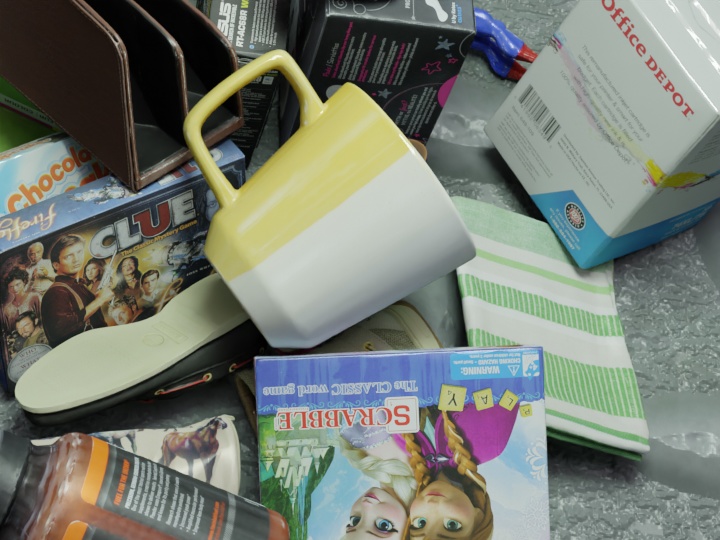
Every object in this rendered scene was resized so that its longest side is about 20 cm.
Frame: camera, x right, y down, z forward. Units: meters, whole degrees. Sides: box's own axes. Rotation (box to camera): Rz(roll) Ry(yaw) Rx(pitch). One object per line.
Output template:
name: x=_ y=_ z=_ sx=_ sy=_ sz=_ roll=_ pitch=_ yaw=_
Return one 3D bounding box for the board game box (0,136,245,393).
board game box: x=-0.174 y=-0.006 z=1.349 sx=0.200 sy=0.136 sz=0.035 roll=-24 pitch=49 yaw=-23

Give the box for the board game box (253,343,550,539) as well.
board game box: x=0.029 y=0.154 z=1.299 sx=0.199 sy=0.041 sz=0.200 roll=-3 pitch=90 yaw=-3

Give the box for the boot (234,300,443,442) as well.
boot: x=0.014 y=0.129 z=1.360 sx=0.154 sy=0.072 sz=0.200 roll=-21 pitch=64 yaw=-23

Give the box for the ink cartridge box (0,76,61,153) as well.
ink cartridge box: x=-0.251 y=-0.135 z=1.436 sx=0.148 sy=0.076 sz=0.200 roll=25 pitch=58 yaw=1

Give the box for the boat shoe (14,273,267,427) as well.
boat shoe: x=-0.150 y=0.067 z=1.351 sx=0.201 sy=0.063 sz=0.074 roll=-26 pitch=42 yaw=-28

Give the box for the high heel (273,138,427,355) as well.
high heel: x=0.000 y=0.000 z=1.424 sx=0.067 sy=0.096 sz=0.200 roll=30 pitch=67 yaw=20

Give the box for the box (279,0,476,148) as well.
box: x=0.006 y=-0.183 z=1.452 sx=0.114 sy=0.200 sz=0.132 roll=5 pitch=61 yaw=-12

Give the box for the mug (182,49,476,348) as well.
mug: x=-0.035 y=-0.039 z=1.316 sx=0.153 sy=0.149 sz=0.187 roll=-37 pitch=72 yaw=-4

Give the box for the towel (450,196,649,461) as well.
towel: x=0.142 y=0.041 z=1.427 sx=0.152 sy=0.023 sz=0.200 roll=16 pitch=49 yaw=-26

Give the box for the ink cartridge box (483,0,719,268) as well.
ink cartridge box: x=0.226 y=-0.130 z=1.459 sx=0.146 sy=0.200 sz=0.147 roll=-19 pitch=67 yaw=-38

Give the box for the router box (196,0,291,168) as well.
router box: x=-0.092 y=-0.203 z=1.468 sx=0.062 sy=0.150 sz=0.200 roll=9 pitch=61 yaw=-9

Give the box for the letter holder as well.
letter holder: x=-0.185 y=-0.178 z=1.319 sx=0.100 sy=0.142 sz=0.200 roll=-34 pitch=56 yaw=-27

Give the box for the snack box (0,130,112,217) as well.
snack box: x=-0.203 y=-0.045 z=1.386 sx=0.200 sy=0.037 sz=0.116 roll=-24 pitch=109 yaw=-23

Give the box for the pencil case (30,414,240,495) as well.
pencil case: x=-0.178 y=0.144 z=1.300 sx=0.199 sy=0.078 sz=0.090 roll=-4 pitch=61 yaw=-15

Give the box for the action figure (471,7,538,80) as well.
action figure: x=0.088 y=-0.229 z=1.576 sx=0.200 sy=0.065 sz=0.099 roll=23 pitch=68 yaw=-2

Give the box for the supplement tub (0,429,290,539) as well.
supplement tub: x=-0.152 y=0.170 z=1.210 sx=0.200 sy=0.107 sz=0.107 roll=25 pitch=58 yaw=-15
